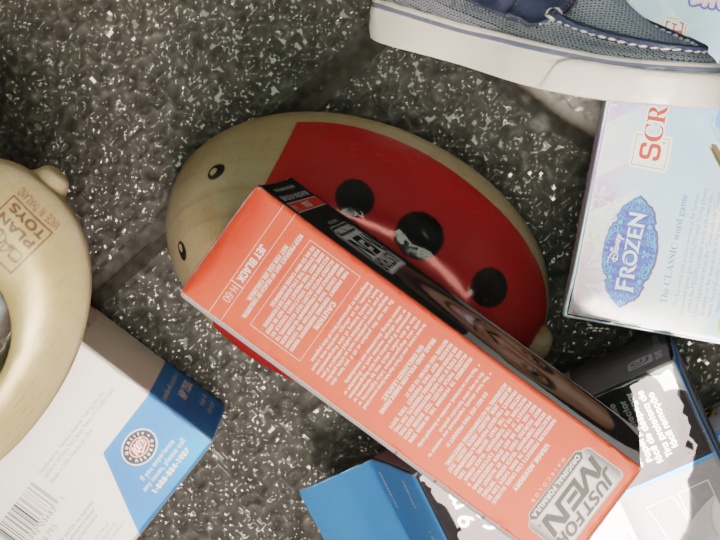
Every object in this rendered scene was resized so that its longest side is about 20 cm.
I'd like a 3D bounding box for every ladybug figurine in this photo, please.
[{"bbox_3d":[0.000,0.000,1.036,0.200,0.072,0.136,20,103,-1],"label":"ladybug figurine"},{"bbox_3d":[-0.201,0.026,0.994,0.200,0.072,0.136,-43,96,11],"label":"ladybug figurine"}]

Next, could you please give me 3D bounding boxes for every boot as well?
[{"bbox_3d":[0.083,-0.132,0.964,0.200,0.073,0.090,20,105,40],"label":"boot"}]

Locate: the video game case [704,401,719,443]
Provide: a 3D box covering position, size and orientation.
[{"bbox_3d":[0.225,0.156,1.080,0.181,0.045,0.200,-26,100,8],"label":"video game case"}]

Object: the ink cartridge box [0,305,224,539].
[{"bbox_3d":[-0.182,0.060,1.071,0.200,0.067,0.116,38,101,-5],"label":"ink cartridge box"}]

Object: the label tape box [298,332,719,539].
[{"bbox_3d":[0.087,0.137,1.029,0.200,0.063,0.144,-25,101,9],"label":"label tape box"}]

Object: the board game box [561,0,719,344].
[{"bbox_3d":[0.209,-0.059,1.001,0.199,0.041,0.200,11,98,3],"label":"board game box"}]

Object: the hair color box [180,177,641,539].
[{"bbox_3d":[0.026,0.042,0.936,0.200,0.102,0.061,37,98,2],"label":"hair color box"}]
